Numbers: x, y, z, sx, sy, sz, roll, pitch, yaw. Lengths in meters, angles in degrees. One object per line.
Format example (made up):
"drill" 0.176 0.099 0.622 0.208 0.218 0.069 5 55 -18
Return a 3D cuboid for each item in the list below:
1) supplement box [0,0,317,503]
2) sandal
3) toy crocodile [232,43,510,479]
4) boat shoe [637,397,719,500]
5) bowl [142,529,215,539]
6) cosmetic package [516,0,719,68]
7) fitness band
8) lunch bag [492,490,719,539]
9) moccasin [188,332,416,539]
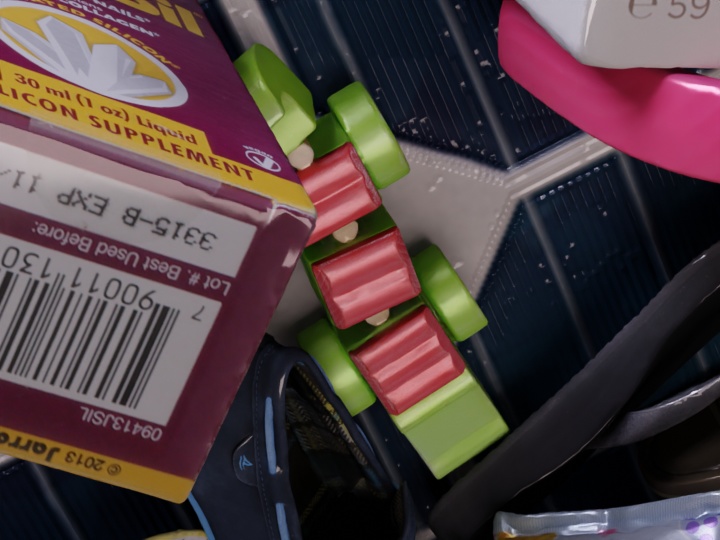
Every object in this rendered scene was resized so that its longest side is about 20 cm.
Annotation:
"supplement box" -0.107 -0.033 0.695 0.130 0.200 0.104 18 109 -23
"sandal" 0.112 0.049 0.873 0.200 0.043 0.076 -45 163 17
"toy crocodile" 0.000 0.000 0.822 0.067 0.062 0.200 -29 120 -1
"boat shoe" 0.210 0.060 0.906 0.199 0.072 0.068 -24 123 -5
"bowl" -0.099 0.199 0.854 0.094 0.201 0.201 -5 128 37
"cosmetic package" 0.130 -0.183 0.711 0.167 0.166 0.201 -1 114 -16
"fitness band" 0.128 -0.067 0.747 0.143 0.200 0.038 1 109 -21
"lunch bag" 0.138 0.192 0.870 0.127 0.170 0.200 -9 153 28
"moccasin" -0.012 0.105 0.842 0.200 0.068 0.081 56 51 -36
